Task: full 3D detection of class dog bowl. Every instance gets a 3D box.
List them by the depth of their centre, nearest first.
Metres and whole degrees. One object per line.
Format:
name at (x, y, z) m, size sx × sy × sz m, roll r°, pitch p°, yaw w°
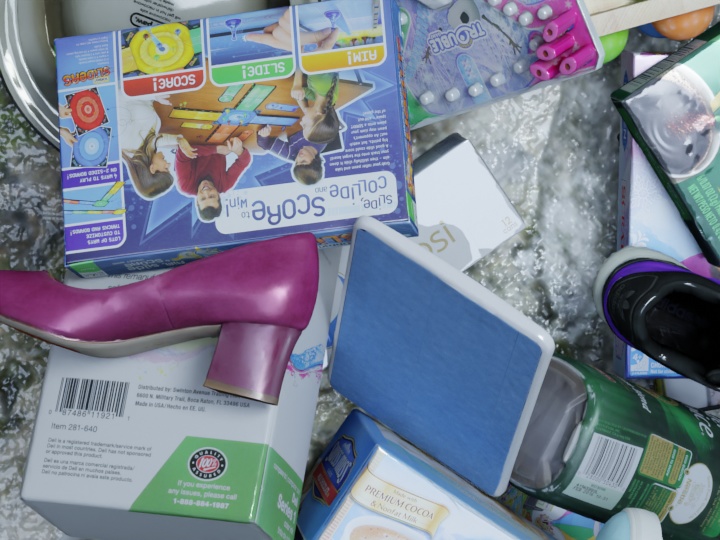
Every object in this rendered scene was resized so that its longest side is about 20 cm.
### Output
dog bowl at (-0.116, -0.156, 1.422) m, size 0.198 × 0.074 × 0.202 m, roll 1°, pitch 103°, yaw 6°

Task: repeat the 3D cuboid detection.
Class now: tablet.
tablet at (0.042, 0.052, 1.362) m, size 0.130 × 0.200 × 0.014 m, roll 33°, pitch 62°, yaw 13°

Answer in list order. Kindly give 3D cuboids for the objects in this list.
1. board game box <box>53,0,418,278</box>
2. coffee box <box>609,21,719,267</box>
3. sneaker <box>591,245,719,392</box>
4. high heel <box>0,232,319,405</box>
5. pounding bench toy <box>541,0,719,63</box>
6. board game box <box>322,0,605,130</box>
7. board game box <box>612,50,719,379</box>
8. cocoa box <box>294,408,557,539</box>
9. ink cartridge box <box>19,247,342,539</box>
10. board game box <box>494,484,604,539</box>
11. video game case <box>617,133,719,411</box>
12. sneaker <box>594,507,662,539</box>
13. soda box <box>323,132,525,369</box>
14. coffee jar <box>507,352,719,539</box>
board game box at (-0.071, -0.075, 1.351) m, size 0.198 × 0.034 × 0.137 m, roll -6°, pitch 76°, yaw 10°
coffee box at (0.262, -0.107, 1.422) m, size 0.199 × 0.044 × 0.123 m, roll -32°, pitch 98°, yaw -1°
sneaker at (0.235, 0.050, 1.411) m, size 0.199 × 0.100 × 0.070 m, roll 18°, pitch 99°, yaw -7°
high heel at (-0.122, 0.004, 1.324) m, size 0.199 × 0.067 × 0.097 m, roll 15°, pitch 84°, yaw 6°
pounding bench toy at (0.149, -0.203, 1.390) m, size 0.123 × 0.200 × 0.157 m, roll -15°, pitch 98°, yaw -3°
board game box at (0.029, -0.185, 1.398) m, size 0.026 × 0.199 × 0.201 m, roll -31°, pitch 101°, yaw -41°
board game box at (0.257, -0.034, 1.475) m, size 0.198 × 0.041 × 0.201 m, roll -1°, pitch 97°, yaw -5°
cocoa box at (0.048, 0.196, 1.430) m, size 0.199 × 0.133 × 0.132 m, roll 34°, pitch 92°, yaw -9°
ink cartridge box at (-0.099, 0.053, 1.385) m, size 0.144 × 0.084 × 0.201 m, roll 4°, pitch 70°, yaw 17°
board game box at (0.055, 0.195, 1.517) m, size 0.134 × 0.034 × 0.201 m, roll 32°, pitch 94°, yaw -8°
video game case at (0.272, -0.014, 1.512) m, size 0.198 × 0.026 × 0.182 m, roll -10°, pitch 98°, yaw -3°
sneaker at (0.101, 0.217, 1.334) m, size 0.081 × 0.074 × 0.201 m, roll 24°, pitch 92°, yaw -13°
soda box at (0.000, 0.000, 1.473) m, size 0.199 × 0.064 × 0.068 m, roll -35°, pitch 99°, yaw 1°
coffee jar at (0.183, 0.121, 1.459) m, size 0.199 × 0.104 × 0.086 m, roll 23°, pitch 93°, yaw -28°
